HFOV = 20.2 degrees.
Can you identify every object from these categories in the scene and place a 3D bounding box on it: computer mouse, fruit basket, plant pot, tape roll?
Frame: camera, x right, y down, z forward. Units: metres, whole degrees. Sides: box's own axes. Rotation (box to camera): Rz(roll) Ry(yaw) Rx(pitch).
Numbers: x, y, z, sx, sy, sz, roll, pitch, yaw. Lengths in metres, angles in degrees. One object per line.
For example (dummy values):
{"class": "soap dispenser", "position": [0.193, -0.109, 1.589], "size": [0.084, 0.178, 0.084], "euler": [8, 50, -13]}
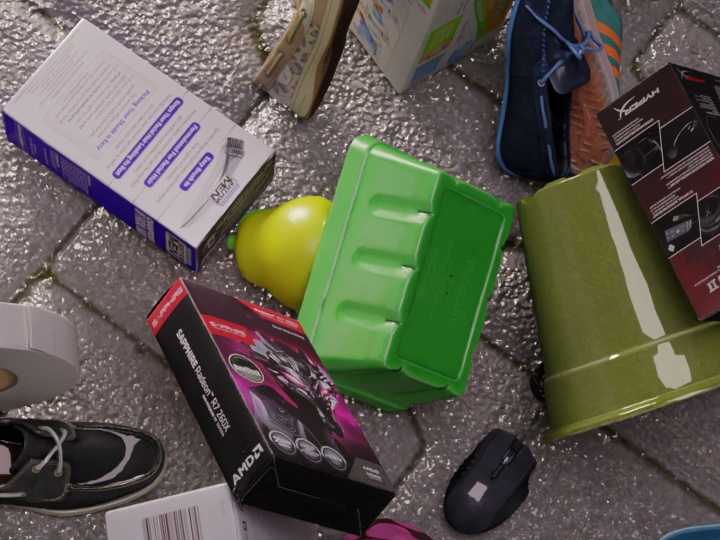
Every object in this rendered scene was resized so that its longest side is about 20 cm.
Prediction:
{"class": "computer mouse", "position": [0.136, 0.132, 1.645], "size": [0.059, 0.034, 0.200], "euler": [36, 70, 5]}
{"class": "fruit basket", "position": [0.000, 0.000, 1.627], "size": [0.155, 0.215, 0.216], "euler": [23, 65, -39]}
{"class": "plant pot", "position": [0.208, 0.014, 1.588], "size": [0.200, 0.200, 0.191], "euler": [-17, 86, -14]}
{"class": "tape roll", "position": [-0.309, 0.069, 1.508], "size": [0.202, 0.203, 0.037], "euler": [-4, 72, -10]}

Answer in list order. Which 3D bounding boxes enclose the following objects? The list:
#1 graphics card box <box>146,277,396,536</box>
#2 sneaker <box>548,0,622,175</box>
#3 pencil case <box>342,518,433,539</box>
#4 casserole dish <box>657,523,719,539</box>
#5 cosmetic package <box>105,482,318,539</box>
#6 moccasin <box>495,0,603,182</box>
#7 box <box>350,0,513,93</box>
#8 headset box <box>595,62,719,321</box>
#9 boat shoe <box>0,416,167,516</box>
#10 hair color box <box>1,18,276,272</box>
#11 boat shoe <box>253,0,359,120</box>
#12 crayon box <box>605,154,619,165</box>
{"class": "graphics card box", "position": [-0.067, 0.097, 1.469], "size": [0.125, 0.051, 0.200], "euler": [23, 26, -40]}
{"class": "sneaker", "position": [0.198, -0.178, 1.738], "size": [0.080, 0.071, 0.201], "euler": [-13, 93, -54]}
{"class": "pencil case", "position": [0.005, 0.235, 1.507], "size": [0.093, 0.200, 0.091], "euler": [22, 94, 12]}
{"class": "casserole dish", "position": [0.316, 0.264, 1.626], "size": [0.199, 0.039, 0.122], "euler": [-3, 72, -9]}
{"class": "cosmetic package", "position": [-0.101, 0.211, 1.482], "size": [0.101, 0.200, 0.074], "euler": [-14, 72, 14]}
{"class": "moccasin", "position": [0.163, -0.168, 1.674], "size": [0.068, 0.200, 0.080], "euler": [23, 40, 28]}
{"class": "box", "position": [0.063, -0.250, 1.672], "size": [0.112, 0.200, 0.101], "euler": [-32, 78, -17]}
{"class": "headset box", "position": [0.280, -0.046, 1.517], "size": [0.149, 0.077, 0.200], "euler": [3, 58, -54]}
{"class": "boat shoe", "position": [-0.248, 0.148, 1.563], "size": [0.199, 0.068, 0.072], "euler": [1, 70, -10]}
{"class": "hair color box", "position": [-0.180, -0.102, 1.653], "size": [0.200, 0.065, 0.109], "euler": [35, 70, 10]}
{"class": "boat shoe", "position": [-0.041, -0.207, 1.647], "size": [0.063, 0.200, 0.073], "euler": [25, 44, 5]}
{"class": "crayon box", "position": [0.307, -0.068, 1.663], "size": [0.200, 0.058, 0.119], "euler": [19, 52, 34]}
